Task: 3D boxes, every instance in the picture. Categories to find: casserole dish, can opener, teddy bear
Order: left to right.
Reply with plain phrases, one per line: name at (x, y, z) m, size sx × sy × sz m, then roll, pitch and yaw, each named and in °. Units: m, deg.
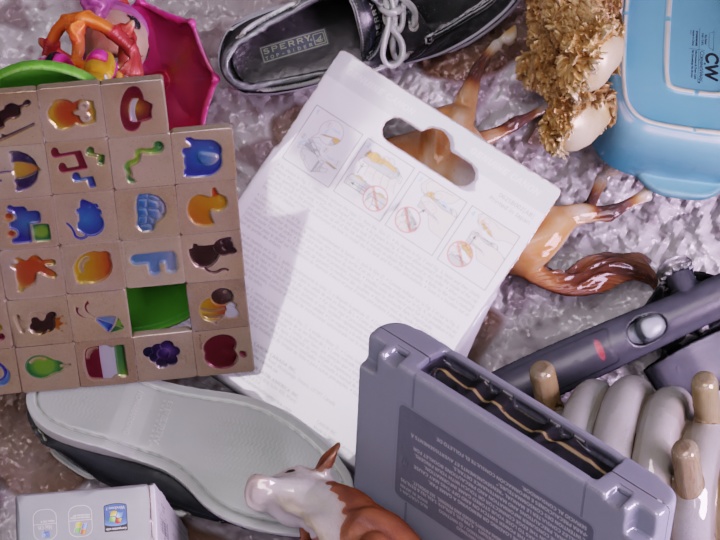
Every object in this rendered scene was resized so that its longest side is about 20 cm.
teddy bear at (0.118, -0.159, 1.331) m, size 0.067 × 0.145 × 0.201 m, roll 4°, pitch 69°, yaw 1°
can opener at (0.141, 0.048, 1.341) m, size 0.199 × 0.063 × 0.079 m, roll -19°, pitch 75°, yaw -3°
casserole dish at (0.198, -0.138, 1.383) m, size 0.121 × 0.039 × 0.201 m, roll 7°, pitch 64°, yaw 0°

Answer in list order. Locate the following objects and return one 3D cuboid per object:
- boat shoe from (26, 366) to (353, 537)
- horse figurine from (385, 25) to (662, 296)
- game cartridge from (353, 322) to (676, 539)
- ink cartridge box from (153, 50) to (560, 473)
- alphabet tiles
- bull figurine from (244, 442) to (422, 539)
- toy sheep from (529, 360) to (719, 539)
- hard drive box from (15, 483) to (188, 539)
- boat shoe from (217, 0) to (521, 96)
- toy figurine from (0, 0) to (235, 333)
boat shoe at (-0.097, 0.106, 1.340) m, size 0.200 × 0.060 × 0.076 m, roll 25°, pitch 65°, yaw 12°
horse figurine at (0.090, -0.052, 1.380) m, size 0.132 × 0.050 × 0.200 m, roll -37°, pitch 73°, yaw -15°
game cartridge at (0.078, 0.126, 1.235) m, size 0.200 × 0.134 × 0.040 m, roll 32°, pitch 42°, yaw 32°
ink cartridge box at (0.000, 0.000, 1.357) m, size 0.162 × 0.057 × 0.200 m, roll 33°, pitch 84°, yaw 12°
alphabet tiles at (-0.148, -0.017, 1.267) m, size 0.167 × 0.201 × 0.008 m, roll -5°, pitch 36°, yaw -2°
bull figurine at (0.016, 0.177, 1.236) m, size 0.200 × 0.121 × 0.065 m, roll 44°, pitch 105°, yaw 1°
toy sheep at (0.141, 0.118, 1.288) m, size 0.199 × 0.138 × 0.138 m, roll 6°, pitch 74°, yaw 21°
hard drive box at (-0.133, 0.229, 1.259) m, size 0.077 × 0.156 × 0.201 m, roll -5°, pitch 74°, yaw 2°
boat shoe at (0.009, -0.154, 1.391) m, size 0.199 × 0.068 × 0.074 m, roll -14°, pitch 99°, yaw 0°
toy figurine at (-0.147, -0.096, 1.339) m, size 0.150 × 0.200 × 0.184 m, roll -11°, pitch 42°, yaw 14°
